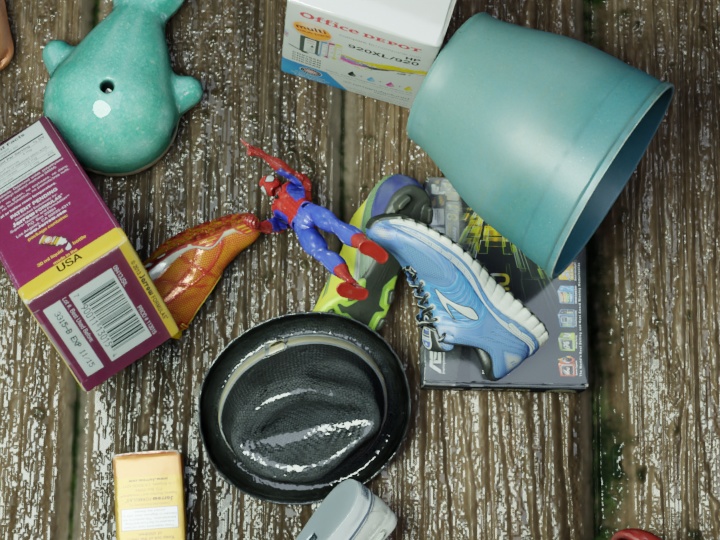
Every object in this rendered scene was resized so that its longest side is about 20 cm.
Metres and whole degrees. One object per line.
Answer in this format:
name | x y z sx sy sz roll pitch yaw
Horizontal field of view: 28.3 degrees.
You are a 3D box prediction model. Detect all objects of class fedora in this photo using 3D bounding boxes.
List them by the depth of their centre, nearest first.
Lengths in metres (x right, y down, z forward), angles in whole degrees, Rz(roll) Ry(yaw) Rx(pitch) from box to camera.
fedora | -0.049 0.135 1.286 0.197 0.092 0.204 -1 101 -4

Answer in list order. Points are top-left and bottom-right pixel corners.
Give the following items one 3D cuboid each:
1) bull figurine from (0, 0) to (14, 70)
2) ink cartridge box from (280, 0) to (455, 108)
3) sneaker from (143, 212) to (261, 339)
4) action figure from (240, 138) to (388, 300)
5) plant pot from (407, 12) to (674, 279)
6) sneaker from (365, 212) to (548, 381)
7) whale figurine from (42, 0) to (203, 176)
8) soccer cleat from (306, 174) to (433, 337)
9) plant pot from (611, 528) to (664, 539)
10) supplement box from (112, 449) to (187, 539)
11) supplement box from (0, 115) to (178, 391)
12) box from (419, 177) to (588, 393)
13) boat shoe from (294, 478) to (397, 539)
bull figurine | -0.389 -0.284 1.365 0.120 0.065 0.203 -10 79 -3
ink cartridge box | 0.013 -0.262 1.327 0.145 0.200 0.147 16 79 -2
sneaker | -0.172 0.016 1.342 0.199 0.073 0.078 -36 109 -7
action figure | -0.063 -0.051 1.295 0.098 0.200 0.066 24 101 -35
plant pot | 0.150 -0.127 1.287 0.187 0.200 0.201 33 79 12
sneaker | 0.077 0.026 1.290 0.200 0.079 0.089 42 88 -11
whale figurine | -0.224 -0.193 1.343 0.157 0.104 0.203 16 79 -2
soccer cleat | 0.001 0.000 1.358 0.064 0.084 0.202 28 97 -29
plant pot | 0.219 0.342 1.249 0.181 0.200 0.203 -24 83 -12
supplement box | -0.188 0.267 1.290 0.068 0.067 0.203 -5 80 -6
supplement box | -0.259 -0.017 1.252 0.102 0.132 0.200 -32 47 -8
box | 0.137 0.014 1.370 0.159 0.049 0.203 2 79 -2
boat shoe | -0.037 0.289 1.298 0.086 0.075 0.203 37 93 -24
